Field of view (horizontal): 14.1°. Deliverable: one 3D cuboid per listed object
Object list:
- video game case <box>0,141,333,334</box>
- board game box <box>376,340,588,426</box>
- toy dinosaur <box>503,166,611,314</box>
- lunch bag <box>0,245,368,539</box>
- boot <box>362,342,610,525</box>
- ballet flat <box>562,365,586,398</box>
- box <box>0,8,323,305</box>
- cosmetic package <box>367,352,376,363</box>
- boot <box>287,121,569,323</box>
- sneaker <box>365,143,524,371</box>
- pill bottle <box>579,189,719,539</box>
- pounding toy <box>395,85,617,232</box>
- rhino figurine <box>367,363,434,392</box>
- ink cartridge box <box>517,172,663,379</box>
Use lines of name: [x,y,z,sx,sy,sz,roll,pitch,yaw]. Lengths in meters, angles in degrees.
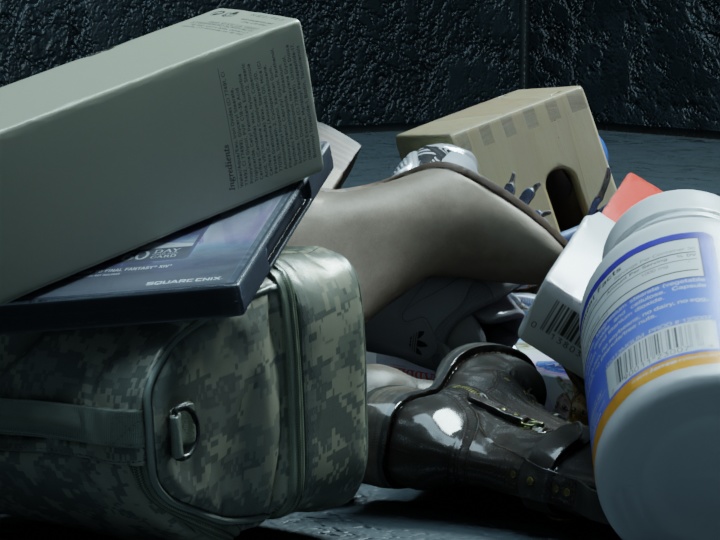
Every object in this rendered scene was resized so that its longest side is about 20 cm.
video game case: [-0.102,-0.017,1.390,0.142,0.019,0.200,-5,21,14]
board game box: [0.147,0.066,1.775,0.199,0.041,0.199,-6,9,-41]
toy dinosaur: [0.127,-0.005,1.869,0.199,0.106,0.181,-9,-16,19]
lunch bag: [-0.118,0.059,1.399,0.199,0.140,0.167,4,7,36]
boot: [0.104,0.094,1.497,0.173,0.070,0.200,10,14,27]
ballet flat: [0.190,0.069,1.629,0.199,0.071,0.065,14,-21,-21]
box: [-0.116,-0.056,1.358,0.199,0.083,0.068,-22,23,-35]
cosmetic package: [-0.012,0.028,1.910,0.199,0.085,0.108,0,8,-16]
boot: [0.000,0.000,1.606,0.199,0.070,0.146,23,51,13]
sneaker: [0.055,-0.001,1.720,0.114,0.075,0.200,21,35,15]
pill bottle: [0.161,0.045,1.386,0.111,0.113,0.200,1,29,1]
pounding toy: [0.134,-0.024,2.040,0.142,0.201,0.184,-21,7,-11]
rhino figurine: [-0.039,0.073,1.632,0.199,0.060,0.087,5,5,43]
ink cartridge box: [0.191,0.016,1.589,0.162,0.057,0.200,32,41,5]
